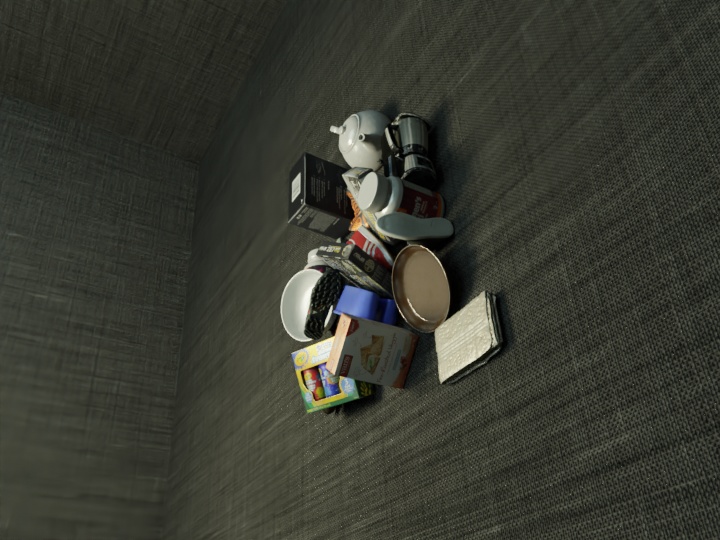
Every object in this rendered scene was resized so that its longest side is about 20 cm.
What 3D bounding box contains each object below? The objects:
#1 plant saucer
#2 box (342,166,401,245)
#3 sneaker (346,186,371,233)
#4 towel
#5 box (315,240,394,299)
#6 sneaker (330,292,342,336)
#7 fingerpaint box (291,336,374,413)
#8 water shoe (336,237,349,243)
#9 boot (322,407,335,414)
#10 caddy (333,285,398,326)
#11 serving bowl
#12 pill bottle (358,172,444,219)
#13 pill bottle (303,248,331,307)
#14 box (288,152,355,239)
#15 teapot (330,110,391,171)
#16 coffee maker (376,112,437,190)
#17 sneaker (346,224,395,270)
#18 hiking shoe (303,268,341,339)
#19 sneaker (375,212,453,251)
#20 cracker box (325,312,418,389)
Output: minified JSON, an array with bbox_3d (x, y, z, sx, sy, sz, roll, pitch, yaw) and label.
[{"bbox_3d":[0.146,0.040,1.505,0.198,0.032,0.206,19,114,51],"label":"plant saucer"},{"bbox_3d":[0.034,-0.172,1.710,0.048,0.203,0.158,-32,18,-9],"label":"box"},{"bbox_3d":[-0.008,-0.172,1.922,0.114,0.076,0.200,-65,29,15],"label":"sneaker"},{"bbox_3d":[0.225,0.143,1.369,0.200,0.034,0.135,-45,38,46],"label":"towel"},{"bbox_3d":[0.000,0.000,1.667,0.160,0.199,0.050,12,68,57],"label":"box"},{"bbox_3d":[-0.051,0.169,1.850,0.202,0.074,0.117,-93,26,-51],"label":"sneaker"},{"bbox_3d":[-0.076,0.270,1.715,0.197,0.073,0.171,-23,78,37],"label":"fingerpaint box"},{"bbox_3d":[-0.003,-0.057,1.886,0.079,0.071,0.200,-47,36,4],"label":"water shoe"},{"bbox_3d":[-0.064,0.306,1.784,0.096,0.073,0.206,15,102,56],"label":"boot"},{"bbox_3d":[0.014,0.110,1.669,0.199,0.139,0.108,8,80,63],"label":"caddy"},{"bbox_3d":[-0.135,0.102,1.853,0.196,0.065,0.206,-8,76,35],"label":"serving bowl"},{"bbox_3d":[0.099,-0.163,1.581,0.109,0.196,0.112,-36,46,49],"label":"pill bottle"},{"bbox_3d":[-0.122,0.041,1.991,0.111,0.109,0.204,-40,43,47],"label":"pill bottle"},{"bbox_3d":[-0.115,-0.227,2.020,0.117,0.196,0.201,-40,42,45],"label":"box"},{"bbox_3d":[-0.003,-0.398,1.954,0.200,0.143,0.202,-42,41,47],"label":"teapot"},{"bbox_3d":[0.120,-0.272,1.703,0.194,0.131,0.204,103,167,-56],"label":"coffee maker"},{"bbox_3d":[0.020,-0.031,1.742,0.112,0.071,0.200,-43,43,0],"label":"sneaker"},{"bbox_3d":[-0.106,0.078,1.723,0.087,0.073,0.204,-100,32,-68],"label":"hiking shoe"},{"bbox_3d":[0.114,-0.078,1.531,0.100,0.195,0.072,124,141,-51],"label":"sneaker"},{"bbox_3d":[0.029,0.191,1.533,0.057,0.196,0.137,24,97,62],"label":"cracker box"}]
